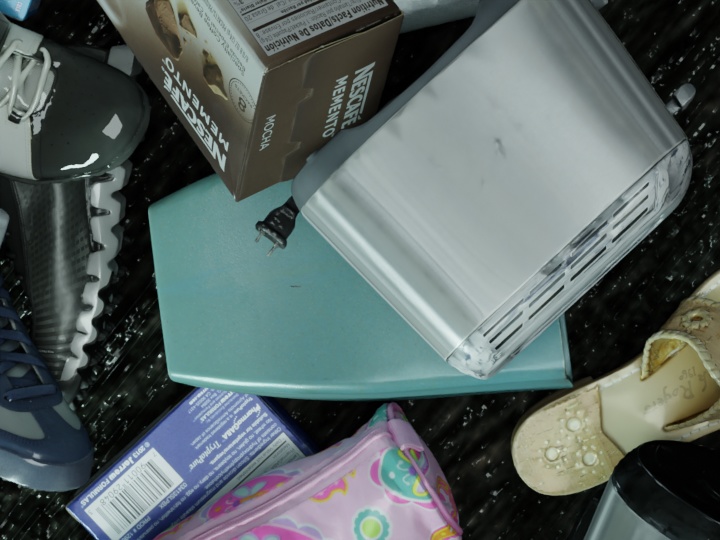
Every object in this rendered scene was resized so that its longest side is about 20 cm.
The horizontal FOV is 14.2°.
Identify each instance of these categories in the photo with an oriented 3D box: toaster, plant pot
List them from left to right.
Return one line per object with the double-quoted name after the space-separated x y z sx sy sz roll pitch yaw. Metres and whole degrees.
0.000 0.000 1.475 0.199 0.141 0.142 -8 85 6 "plant pot"
0.061 -0.039 1.344 0.200 0.114 0.129 -42 84 1 "toaster"

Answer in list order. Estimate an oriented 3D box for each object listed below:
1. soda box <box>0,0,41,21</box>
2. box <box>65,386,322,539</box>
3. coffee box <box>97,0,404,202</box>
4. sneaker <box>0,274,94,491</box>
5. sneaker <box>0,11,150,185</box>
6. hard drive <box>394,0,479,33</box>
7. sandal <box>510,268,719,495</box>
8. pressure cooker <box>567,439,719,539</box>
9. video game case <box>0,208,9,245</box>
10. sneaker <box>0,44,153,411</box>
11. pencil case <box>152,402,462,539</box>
-0.165 -0.233 1.485 0.068 0.064 0.201 21 97 -3 "soda box"
-0.047 0.157 1.559 0.121 0.032 0.200 -42 95 6 "box"
-0.072 -0.149 1.384 0.080 0.113 0.200 -25 68 -24 "coffee box"
-0.200 0.029 1.473 0.200 0.070 0.082 40 119 27 "sneaker"
-0.205 -0.100 1.454 0.199 0.089 0.074 16 77 16 "sneaker"
-0.011 -0.188 1.508 0.199 0.033 0.140 -13 98 1 "hard drive"
0.176 0.059 1.526 0.211 0.070 0.078 -32 97 4 "sandal"
0.176 0.208 1.492 0.175 0.179 0.201 20 103 -5 "pressure cooker"
-0.267 0.022 1.475 0.022 0.200 0.183 13 101 -44 "video game case"
-0.165 -0.027 1.517 0.090 0.066 0.201 10 95 1 "sneaker"
-0.047 0.148 1.499 0.200 0.087 0.088 -28 98 4 "pencil case"
